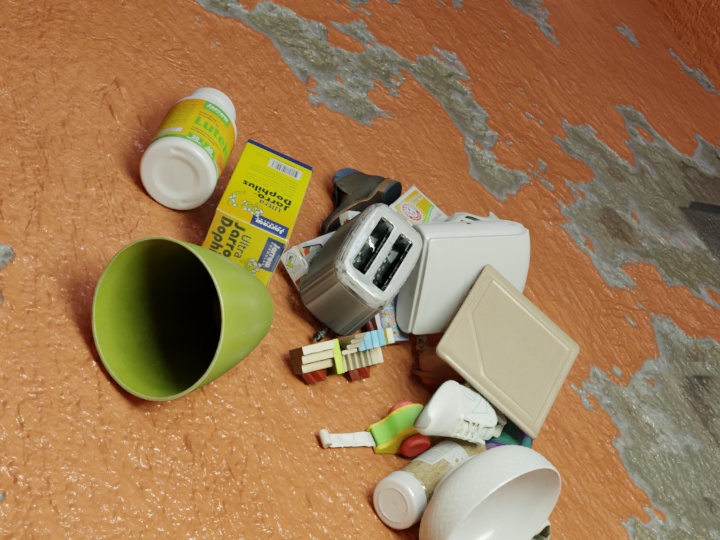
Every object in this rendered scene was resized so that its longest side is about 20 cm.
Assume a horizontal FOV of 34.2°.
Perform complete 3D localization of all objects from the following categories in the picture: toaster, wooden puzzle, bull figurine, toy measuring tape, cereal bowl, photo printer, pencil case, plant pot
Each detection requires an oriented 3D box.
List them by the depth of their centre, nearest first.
[{"bbox_3d":[-0.194,0.054,1.434,0.188,0.187,0.199,50,19,16],"label":"plant pot"},{"bbox_3d":[0.150,0.292,1.461,0.198,0.202,0.083,2,34,-43],"label":"cereal bowl"},{"bbox_3d":[0.037,0.209,1.555,0.198,0.074,0.074,8,44,-40],"label":"toy measuring tape"},{"bbox_3d":[0.000,0.000,1.629,0.113,0.129,0.201,40,55,-8],"label":"toaster"},{"bbox_3d":[0.205,0.112,1.630,0.185,0.037,0.201,41,48,-7],"label":"wooden puzzle"},{"bbox_3d":[0.217,0.231,1.695,0.093,0.084,0.201,68,26,-22],"label":"pencil case"},{"bbox_3d":[0.173,0.129,1.722,0.197,0.066,0.122,-1,17,-7],"label":"bull figurine"},{"bbox_3d":[0.158,0.008,1.722,0.197,0.169,0.069,-3,27,-27],"label":"photo printer"}]

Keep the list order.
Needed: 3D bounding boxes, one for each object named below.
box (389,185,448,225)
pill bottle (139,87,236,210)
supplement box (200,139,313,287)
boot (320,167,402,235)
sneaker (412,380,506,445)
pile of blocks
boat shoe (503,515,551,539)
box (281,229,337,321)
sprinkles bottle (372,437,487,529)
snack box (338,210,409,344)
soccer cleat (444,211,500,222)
[{"bbox_3d":[0.110,-0.021,1.872,0.200,0.102,0.112,43,32,5],"label":"box"},{"bbox_3d":[-0.242,-0.185,1.705,0.110,0.111,0.201,31,34,-12],"label":"pill bottle"},{"bbox_3d":[-0.149,-0.077,1.661,0.108,0.110,0.201,23,35,-6],"label":"supplement box"},{"bbox_3d":[-0.025,-0.107,1.896,0.096,0.076,0.199,26,36,26],"label":"boot"},{"bbox_3d":[0.138,0.191,1.548,0.080,0.071,0.199,43,21,22],"label":"sneaker"},{"bbox_3d":[-0.010,0.121,1.605,0.198,0.081,0.063,-10,86,-46],"label":"pile of blocks"},{"bbox_3d":[0.225,0.348,1.557,0.070,0.069,0.202,6,53,-53],"label":"boat shoe"},{"bbox_3d":[-0.027,-0.004,1.753,0.199,0.035,0.111,-22,81,-54],"label":"box"},{"bbox_3d":[0.095,0.271,1.540,0.068,0.068,0.199,48,33,14],"label":"sprinkles bottle"},{"bbox_3d":[0.020,0.011,1.744,0.071,0.024,0.203,4,67,-52],"label":"snack box"},{"bbox_3d":[0.139,-0.050,1.784,0.197,0.069,0.086,-8,45,-23],"label":"soccer cleat"}]
